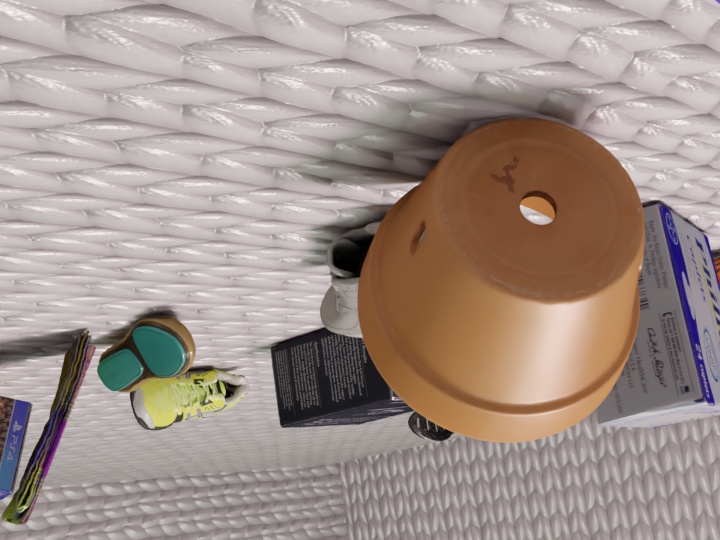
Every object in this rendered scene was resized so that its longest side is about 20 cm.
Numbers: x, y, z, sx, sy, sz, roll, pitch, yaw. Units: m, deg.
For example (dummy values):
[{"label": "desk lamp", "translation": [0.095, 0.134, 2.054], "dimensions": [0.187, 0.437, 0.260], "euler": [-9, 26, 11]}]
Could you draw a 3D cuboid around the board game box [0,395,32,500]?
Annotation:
[{"label": "board game box", "translation": [-0.469, 0.179, 1.318], "dimensions": [0.198, 0.098, 0.159], "euler": [15, 160, -19]}]

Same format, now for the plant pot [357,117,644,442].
[{"label": "plant pot", "translation": [0.103, -0.005, 0.822], "dimensions": [0.198, 0.202, 0.140], "euler": [-6, 152, -11]}]

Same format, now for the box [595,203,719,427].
[{"label": "box", "translation": [0.281, 0.050, 1.171], "dimensions": [0.104, 0.186, 0.199], "euler": [-16, 167, 25]}]

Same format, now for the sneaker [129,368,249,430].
[{"label": "sneaker", "translation": [-0.223, 0.158, 1.609], "dimensions": [0.076, 0.076, 0.199], "euler": [-24, 173, 28]}]

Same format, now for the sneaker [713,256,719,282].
[{"label": "sneaker", "translation": [0.366, 0.026, 1.371], "dimensions": [0.111, 0.079, 0.199], "euler": [-2, 166, -32]}]

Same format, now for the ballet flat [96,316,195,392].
[{"label": "ballet flat", "translation": [-0.214, 0.079, 1.291], "dimensions": [0.063, 0.069, 0.199], "euler": [-34, -171, -38]}]

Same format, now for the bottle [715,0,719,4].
[{"label": "bottle", "translation": [0.218, -0.158, 0.452], "dimensions": [0.198, 0.066, 0.083], "euler": [-15, 165, 29]}]

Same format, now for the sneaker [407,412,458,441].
[{"label": "sneaker", "translation": [0.163, 0.328, 2.636], "dimensions": [0.079, 0.075, 0.199], "euler": [-12, 169, 39]}]

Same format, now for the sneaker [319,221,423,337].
[{"label": "sneaker", "translation": [0.000, 0.000, 1.045], "dimensions": [0.091, 0.077, 0.200], "euler": [6, 155, -27]}]

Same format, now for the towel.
[{"label": "towel", "translation": [-0.326, 0.166, 1.293], "dimensions": [0.023, 0.202, 0.143], "euler": [23, 162, -15]}]

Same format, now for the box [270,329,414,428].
[{"label": "box", "translation": [0.010, 0.124, 1.509], "dimensions": [0.199, 0.106, 0.147], "euler": [-19, 163, 40]}]
